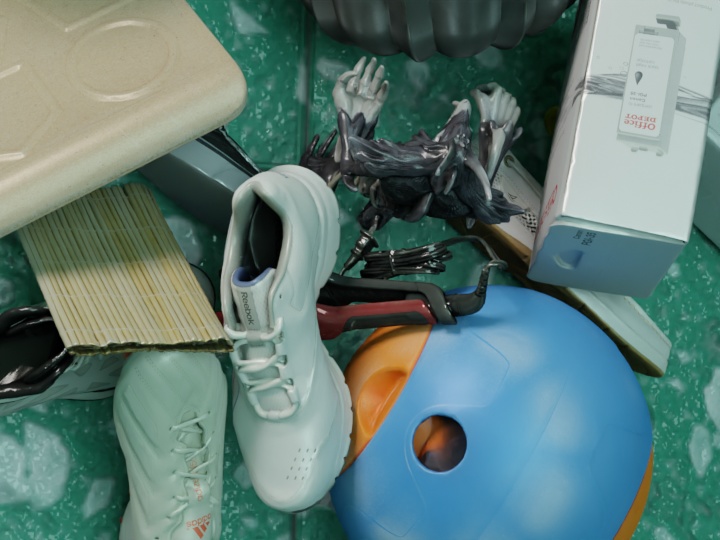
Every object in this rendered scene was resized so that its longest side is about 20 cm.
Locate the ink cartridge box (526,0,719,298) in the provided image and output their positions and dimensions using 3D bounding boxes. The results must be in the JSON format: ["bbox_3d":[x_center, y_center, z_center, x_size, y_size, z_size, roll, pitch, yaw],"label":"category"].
[{"bbox_3d":[0.165,-0.097,1.376,0.082,0.147,0.201,11,76,0],"label":"ink cartridge box"}]

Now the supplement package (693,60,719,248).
[{"bbox_3d":[0.291,-0.124,1.512,0.109,0.114,0.200,42,71,-11],"label":"supplement package"}]

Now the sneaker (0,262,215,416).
[{"bbox_3d":[-0.160,0.044,1.315,0.200,0.115,0.076,-21,94,-24],"label":"sneaker"}]

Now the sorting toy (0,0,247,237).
[{"bbox_3d":[-0.187,-0.119,1.304,0.184,0.037,0.200,-28,57,-14],"label":"sorting toy"}]

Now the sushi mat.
[{"bbox_3d":[-0.144,-0.004,1.293,0.095,0.200,0.012,-2,119,-20],"label":"sushi mat"}]

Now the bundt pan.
[{"bbox_3d":[0.051,-0.191,1.386,0.201,0.202,0.076,-21,123,-22],"label":"bundt pan"}]

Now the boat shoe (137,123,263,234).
[{"bbox_3d":[-0.112,-0.090,1.370,0.199,0.074,0.068,34,68,-1],"label":"boat shoe"}]

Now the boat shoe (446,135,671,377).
[{"bbox_3d":[0.138,-0.012,1.465,0.200,0.071,0.069,43,74,-13],"label":"boat shoe"}]

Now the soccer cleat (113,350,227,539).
[{"bbox_3d":[-0.106,0.119,1.301,0.069,0.201,0.078,-10,46,-19],"label":"soccer cleat"}]

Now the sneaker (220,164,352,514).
[{"bbox_3d":[-0.053,0.039,1.281,0.074,0.087,0.201,-7,86,18],"label":"sneaker"}]

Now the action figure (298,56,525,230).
[{"bbox_3d":[0.031,-0.075,1.356,0.118,0.200,0.103,17,81,-20],"label":"action figure"}]

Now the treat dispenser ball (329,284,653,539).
[{"bbox_3d":[0.078,0.109,1.362,0.200,0.201,0.202,2,86,-22],"label":"treat dispenser ball"}]

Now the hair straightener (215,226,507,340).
[{"bbox_3d":[0.000,0.000,1.335,0.041,0.199,0.077,48,45,-42],"label":"hair straightener"}]

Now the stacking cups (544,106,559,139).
[{"bbox_3d":[0.208,-0.152,1.510,0.061,0.060,0.200,48,71,-12],"label":"stacking cups"}]
